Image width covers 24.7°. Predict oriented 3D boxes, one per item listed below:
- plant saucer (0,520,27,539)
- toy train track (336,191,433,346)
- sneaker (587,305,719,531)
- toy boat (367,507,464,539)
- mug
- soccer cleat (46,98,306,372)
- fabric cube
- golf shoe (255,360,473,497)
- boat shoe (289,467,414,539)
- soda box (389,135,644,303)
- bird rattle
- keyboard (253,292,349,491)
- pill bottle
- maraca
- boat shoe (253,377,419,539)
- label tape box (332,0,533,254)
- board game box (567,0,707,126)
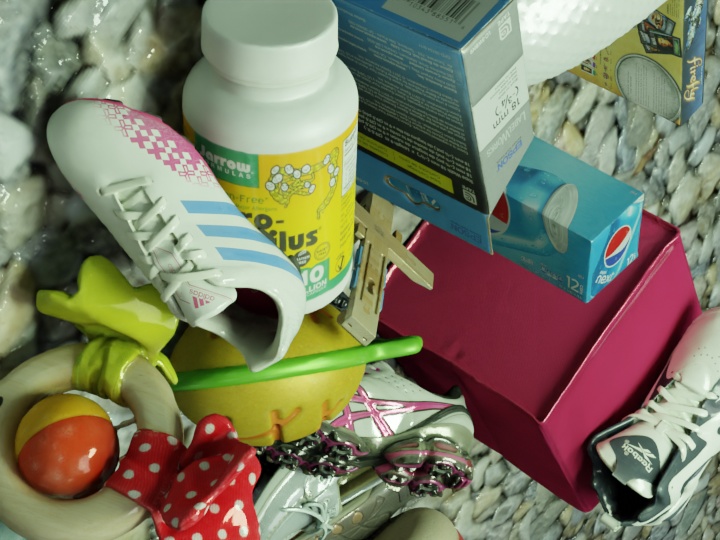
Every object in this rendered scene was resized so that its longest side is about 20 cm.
[{"bbox_3d":[-0.212,0.207,1.071,0.200,0.036,0.202,11,90,-73],"label":"plant saucer"},{"bbox_3d":[0.000,0.000,1.182,0.032,0.115,0.201,-41,-163,22],"label":"toy train track"},{"bbox_3d":[0.244,0.126,1.309,0.129,0.079,0.200,-16,140,-58],"label":"sneaker"},{"bbox_3d":[0.037,0.290,1.418,0.130,0.131,0.200,-37,178,-22],"label":"toy boat"},{"bbox_3d":[0.116,-0.202,1.190,0.175,0.148,0.200,-38,174,-23],"label":"mug"},{"bbox_3d":[-0.107,-0.020,0.974,0.070,0.087,0.200,-35,116,29],"label":"soccer cleat"},{"bbox_3d":[0.154,0.045,1.380,0.197,0.199,0.200,-51,148,-12],"label":"fabric cube"},{"bbox_3d":[-0.007,0.112,1.269,0.198,0.093,0.073,15,145,-20],"label":"golf shoe"},{"bbox_3d":[-0.003,0.180,1.392,0.199,0.072,0.076,-33,152,-21],"label":"boat shoe"},{"bbox_3d":[0.110,-0.060,1.224,0.068,0.199,0.065,-38,143,-31],"label":"soda box"},{"bbox_3d":[-0.153,0.106,1.006,0.162,0.202,0.113,-24,161,-5],"label":"bird rattle"},{"bbox_3d":[-0.055,0.108,1.284,0.201,0.039,0.104,-60,149,3],"label":"keyboard"},{"bbox_3d":[-0.057,-0.077,1.050,0.112,0.112,0.202,-33,141,-36],"label":"pill bottle"},{"bbox_3d":[-0.048,0.065,1.165,0.198,0.136,0.108,-8,93,-36],"label":"maraca"},{"bbox_3d":[-0.011,0.164,1.317,0.201,0.065,0.075,-34,156,-30],"label":"boat shoe"},{"bbox_3d":[0.042,-0.122,1.128,0.063,0.143,0.201,-47,148,-23],"label":"label tape box"},{"bbox_3d":[0.209,-0.222,1.295,0.035,0.135,0.201,-42,146,-25],"label":"board game box"}]
